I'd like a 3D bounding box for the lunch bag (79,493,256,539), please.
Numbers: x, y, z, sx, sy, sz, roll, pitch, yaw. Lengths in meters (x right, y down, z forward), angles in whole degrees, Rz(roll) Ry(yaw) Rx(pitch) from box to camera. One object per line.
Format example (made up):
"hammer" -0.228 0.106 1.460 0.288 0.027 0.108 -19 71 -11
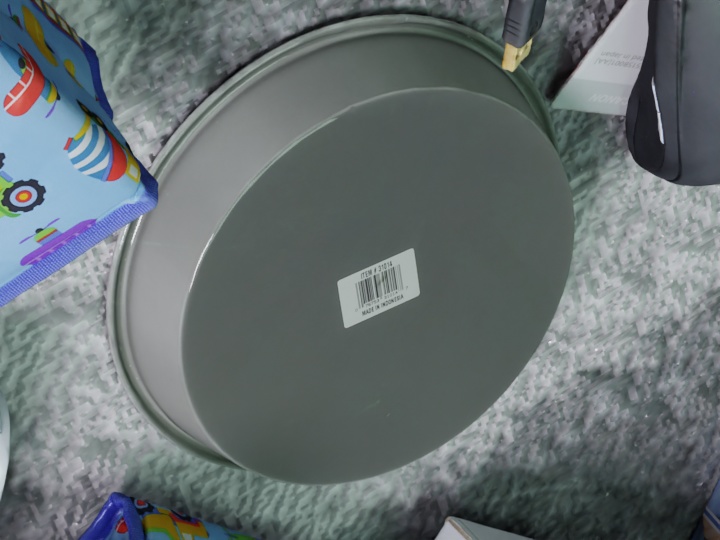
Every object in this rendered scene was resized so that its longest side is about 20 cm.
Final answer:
"lunch bag" -0.090 0.202 1.154 0.150 0.094 0.200 24 116 -43

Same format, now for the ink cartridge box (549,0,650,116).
"ink cartridge box" 0.187 -0.129 1.147 0.199 0.044 0.174 3 140 -35

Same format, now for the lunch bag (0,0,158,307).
"lunch bag" -0.194 -0.029 0.944 0.200 0.094 0.151 -37 135 10

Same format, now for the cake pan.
"cake pan" 0.000 0.000 1.109 0.200 0.037 0.201 -17 126 -24

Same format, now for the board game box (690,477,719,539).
"board game box" 0.180 0.179 1.278 0.034 0.135 0.201 9 114 -31

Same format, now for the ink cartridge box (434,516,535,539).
"ink cartridge box" 0.060 0.221 1.249 0.175 0.084 0.200 19 107 -49

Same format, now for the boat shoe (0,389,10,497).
"boat shoe" -0.183 0.126 1.048 0.068 0.074 0.200 5 123 -26

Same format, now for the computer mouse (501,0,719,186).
"computer mouse" 0.119 -0.079 1.091 0.140 0.046 0.200 -14 148 -15
